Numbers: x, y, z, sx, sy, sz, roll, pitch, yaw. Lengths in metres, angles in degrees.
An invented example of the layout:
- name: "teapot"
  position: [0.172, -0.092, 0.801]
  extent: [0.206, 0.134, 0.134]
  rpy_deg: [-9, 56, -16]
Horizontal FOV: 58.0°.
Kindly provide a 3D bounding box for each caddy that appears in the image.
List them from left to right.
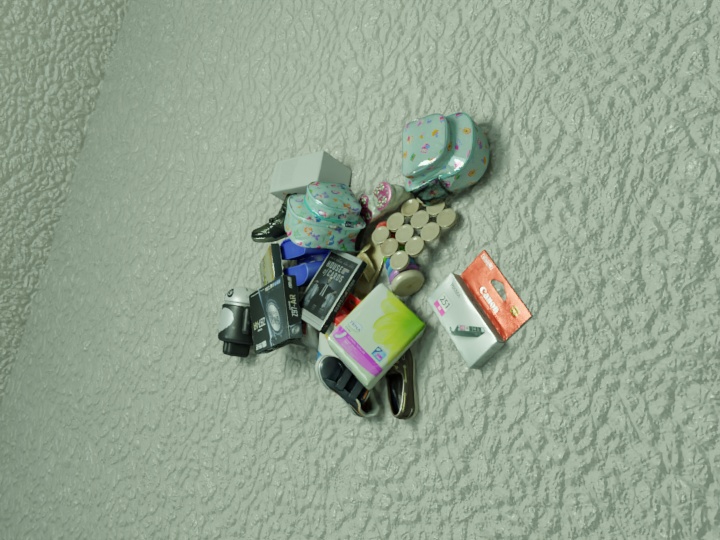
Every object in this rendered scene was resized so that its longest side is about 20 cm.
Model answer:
- name: "caddy"
  position: [-0.143, -0.026, 1.782]
  extent: [0.198, 0.102, 0.146]
  rpy_deg: [-10, 87, 56]

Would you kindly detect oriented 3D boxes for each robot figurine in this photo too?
- name: "robot figurine"
  position: [-0.359, 0.151, 1.930]
  extent: [0.146, 0.124, 0.207]
  rpy_deg: [5, 84, 24]

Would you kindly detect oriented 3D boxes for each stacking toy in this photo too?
- name: "stacking toy"
  position: [0.087, -0.041, 1.597]
  extent: [0.085, 0.084, 0.204]
  rpy_deg: [-41, 50, 28]

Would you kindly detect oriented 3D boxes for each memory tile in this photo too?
- name: "memory tile"
  position: [0.126, -0.102, 1.554]
  extent: [0.199, 0.017, 0.154]
  rpy_deg: [-41, 48, 4]

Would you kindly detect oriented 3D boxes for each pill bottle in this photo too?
- name: "pill bottle"
  position: [-0.163, 0.143, 1.755]
  extent: [0.196, 0.112, 0.118]
  rpy_deg: [3, 82, 44]

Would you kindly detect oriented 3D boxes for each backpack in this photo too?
- name: "backpack"
  position: [-0.095, -0.135, 1.659]
  extent: [0.179, 0.194, 0.154]
  rpy_deg: [-117, 31, -51]
- name: "backpack"
  position: [0.191, -0.270, 1.496]
  extent: [0.195, 0.153, 0.181]
  rpy_deg: [-13, 61, 30]

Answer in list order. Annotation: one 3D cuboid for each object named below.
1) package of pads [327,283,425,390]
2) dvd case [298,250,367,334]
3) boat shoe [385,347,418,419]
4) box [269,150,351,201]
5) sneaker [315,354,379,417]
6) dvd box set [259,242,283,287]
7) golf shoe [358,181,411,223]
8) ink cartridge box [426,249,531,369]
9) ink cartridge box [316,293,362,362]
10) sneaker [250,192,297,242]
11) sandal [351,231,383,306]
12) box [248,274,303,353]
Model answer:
- name: "package of pads"
  position: [0.034, 0.149, 1.517]
  extent: [0.200, 0.069, 0.154]
  rpy_deg: [-43, 70, -12]
- name: "dvd case"
  position: [-0.079, 0.047, 1.634]
  extent: [0.149, 0.025, 0.203]
  rpy_deg: [23, 79, 53]
- name: "boat shoe"
  position: [0.089, 0.247, 1.534]
  extent: [0.071, 0.059, 0.207]
  rpy_deg: [-20, 67, 37]
- name: "box"
  position: [-0.140, -0.248, 1.809]
  extent: [0.196, 0.123, 0.101]
  rpy_deg: [-3, 69, 41]
- name: "sneaker"
  position: [-0.024, 0.275, 1.552]
  extent: [0.078, 0.201, 0.079]
  rpy_deg: [-4, 45, 49]
- name: "dvd box set"
  position: [-0.253, 0.023, 1.853]
  extent: [0.200, 0.028, 0.151]
  rpy_deg: [136, 127, -66]
- name: "golf shoe"
  position: [0.057, -0.167, 1.657]
  extent: [0.199, 0.089, 0.078]
  rpy_deg: [-22, 76, 62]
- name: "ink cartridge box"
  position: [0.255, 0.082, 1.429]
  extent: [0.174, 0.043, 0.202]
  rpy_deg: [-49, 52, 25]
- name: "ink cartridge box"
  position: [-0.051, 0.162, 1.628]
  extent: [0.116, 0.065, 0.207]
  rpy_deg: [31, 120, 55]
- name: "sneaker"
  position: [-0.217, -0.148, 1.786]
  extent: [0.193, 0.117, 0.077]
  rpy_deg: [-16, 29, 4]
- name: "sandal"
  position: [0.004, 0.001, 1.663]
  extent: [0.076, 0.069, 0.219]
  rpy_deg: [12, 88, 43]
- name: "box"
  position: [-0.224, 0.118, 1.700]
  extent: [0.198, 0.043, 0.166]
  rpy_deg: [-26, 68, 51]
